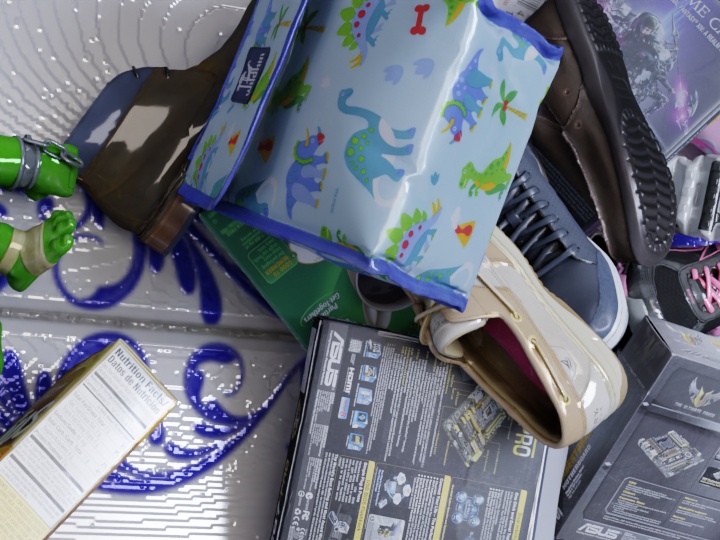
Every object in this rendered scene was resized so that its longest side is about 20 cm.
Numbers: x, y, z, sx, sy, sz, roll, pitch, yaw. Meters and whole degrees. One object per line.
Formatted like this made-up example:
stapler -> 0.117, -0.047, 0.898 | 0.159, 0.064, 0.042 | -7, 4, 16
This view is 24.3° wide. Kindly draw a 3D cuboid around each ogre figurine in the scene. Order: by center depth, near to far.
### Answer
ogre figurine -> -0.251, -0.001, 0.985 | 0.119, 0.098, 0.201 | 29, 95, -31

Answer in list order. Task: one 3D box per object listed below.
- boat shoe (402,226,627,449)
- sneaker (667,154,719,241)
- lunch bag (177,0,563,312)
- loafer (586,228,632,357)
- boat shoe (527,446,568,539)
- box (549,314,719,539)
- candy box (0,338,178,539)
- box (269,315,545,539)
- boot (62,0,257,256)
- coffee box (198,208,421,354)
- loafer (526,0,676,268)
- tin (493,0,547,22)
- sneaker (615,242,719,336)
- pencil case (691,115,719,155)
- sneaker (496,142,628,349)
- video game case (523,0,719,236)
boat shoe -> 0.070, 0.027, 1.010 | 0.200, 0.074, 0.069 | 41, 50, 12
sneaker -> 0.206, -0.059, 1.192 | 0.198, 0.081, 0.076 | 19, 90, 21
lunch bag -> -0.009, -0.092, 0.979 | 0.127, 0.199, 0.172 | 24, 89, -50
loafer -> 0.183, 0.065, 1.184 | 0.071, 0.063, 0.202 | -25, 89, -29
boat shoe -> 0.096, 0.125, 1.125 | 0.065, 0.073, 0.202 | 13, 72, -26
box -> 0.240, 0.130, 1.144 | 0.198, 0.048, 0.159 | 16, 114, -25
candy box -> -0.203, 0.133, 0.960 | 0.055, 0.115, 0.200 | 47, 64, -9
box -> 0.029, 0.142, 1.057 | 0.159, 0.049, 0.202 | 11, 89, -6
boot -> -0.116, -0.120, 1.077 | 0.096, 0.075, 0.201 | 30, 76, -13
coffee box -> 0.000, 0.000, 1.088 | 0.123, 0.044, 0.200 | -39, 102, 3
loafer -> 0.154, -0.090, 1.123 | 0.073, 0.071, 0.202 | 14, 56, -54
tin -> 0.176, -0.173, 1.198 | 0.199, 0.042, 0.113 | 28, 97, 12
sneaker -> 0.251, 0.008, 1.174 | 0.199, 0.095, 0.080 | -13, 83, -54
pencil case -> 0.276, -0.120, 1.263 | 0.199, 0.087, 0.088 | 38, 65, -12
sneaker -> 0.086, -0.041, 1.054 | 0.146, 0.077, 0.203 | 41, 17, -49
video game case -> 0.167, -0.128, 1.162 | 0.200, 0.019, 0.143 | -43, 73, 7
